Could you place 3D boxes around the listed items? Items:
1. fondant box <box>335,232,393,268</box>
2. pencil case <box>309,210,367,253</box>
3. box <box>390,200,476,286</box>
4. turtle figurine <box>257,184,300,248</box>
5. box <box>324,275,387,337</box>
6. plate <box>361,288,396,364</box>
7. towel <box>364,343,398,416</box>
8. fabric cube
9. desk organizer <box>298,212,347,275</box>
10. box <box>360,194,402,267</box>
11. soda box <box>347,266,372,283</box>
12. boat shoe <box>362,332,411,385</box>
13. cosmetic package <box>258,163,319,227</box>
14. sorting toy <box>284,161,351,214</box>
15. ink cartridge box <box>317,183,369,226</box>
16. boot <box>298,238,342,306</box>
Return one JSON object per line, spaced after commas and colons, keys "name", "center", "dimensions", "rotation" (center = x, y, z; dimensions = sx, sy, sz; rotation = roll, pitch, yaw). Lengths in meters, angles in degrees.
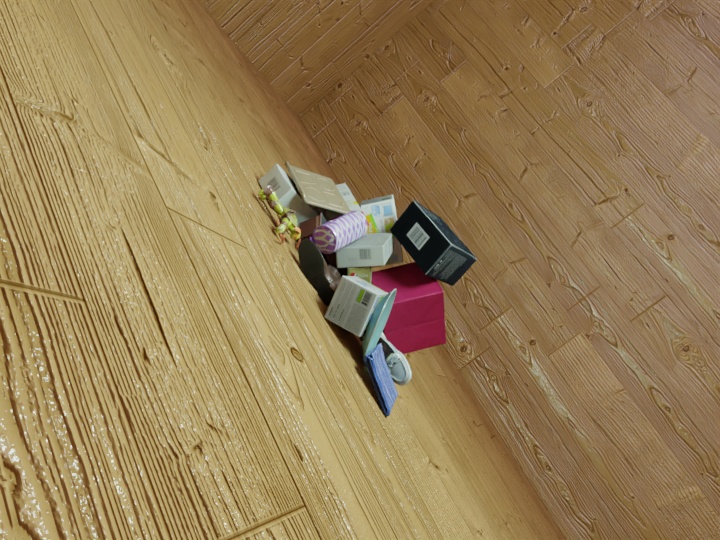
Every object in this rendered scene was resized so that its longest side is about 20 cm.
{"name": "fondant box", "center": [0.016, -0.062, 1.550], "dimensions": [0.200, 0.138, 0.061], "rotation": [-51, 136, -72]}
{"name": "pencil case", "center": [-0.054, -0.110, 1.466], "dimensions": [0.199, 0.083, 0.087], "rotation": [-31, 124, -58]}
{"name": "box", "center": [0.223, -0.080, 1.616], "dimensions": [0.194, 0.125, 0.202], "rotation": [17, 30, -53]}
{"name": "turtle figurine", "center": [-0.200, -0.141, 1.374], "dimensions": [0.164, 0.064, 0.200], "rotation": [55, 8, 0]}
{"name": "box", "center": [-0.005, 0.087, 1.343], "dimensions": [0.099, 0.116, 0.200], "rotation": [26, 4, 10]}
{"name": "plate", "center": [0.041, 0.136, 1.337], "dimensions": [0.025, 0.207, 0.200], "rotation": [22, 3, 11]}
{"name": "towel", "center": [0.057, 0.263, 1.309], "dimensions": [0.200, 0.023, 0.150], "rotation": [-6, 76, -80]}
{"name": "fabric cube", "center": [0.144, 0.117, 1.657], "dimensions": [0.198, 0.192, 0.206], "rotation": [-113, -168, -59]}
{"name": "desk organizer", "center": [-0.104, -0.060, 1.553], "dimensions": [0.073, 0.074, 0.202], "rotation": [-91, 157, -46]}
{"name": "box", "center": [0.071, -0.127, 1.720], "dimensions": [0.102, 0.108, 0.208], "rotation": [-78, 157, -75]}
{"name": "soda box", "center": [0.000, 0.000, 1.571], "dimensions": [0.201, 0.065, 0.067], "rotation": [-82, 168, -76]}
{"name": "boat shoe", "center": [0.063, 0.226, 1.449], "dimensions": [0.204, 0.074, 0.064], "rotation": [55, 14, 24]}
{"name": "cosmetic package", "center": [-0.202, -0.204, 1.557], "dimensions": [0.114, 0.080, 0.199], "rotation": [57, 9, 28]}
{"name": "sorting toy", "center": [-0.125, -0.231, 1.564], "dimensions": [0.196, 0.037, 0.188], "rotation": [17, 32, -41]}
{"name": "ink cartridge box", "center": [-0.061, -0.174, 1.652], "dimensions": [0.069, 0.112, 0.203], "rotation": [100, -31, -48]}
{"name": "boot", "center": [-0.097, -0.003, 1.430], "dimensions": [0.200, 0.062, 0.192], "rotation": [-51, 118, -78]}
